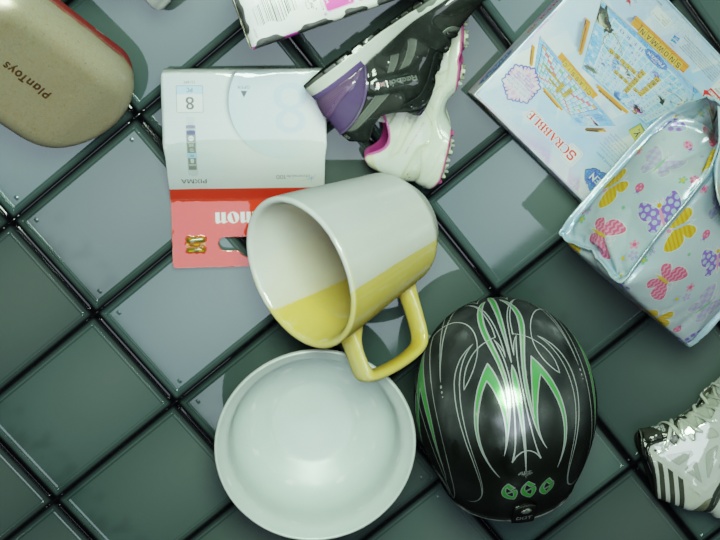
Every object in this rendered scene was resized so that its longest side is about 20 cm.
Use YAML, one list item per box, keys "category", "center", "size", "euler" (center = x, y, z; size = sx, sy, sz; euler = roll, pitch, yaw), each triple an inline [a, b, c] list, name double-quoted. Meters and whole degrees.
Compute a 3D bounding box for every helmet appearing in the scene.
- category: "helmet"
  center: [0.143, 0.128, 1.194]
  size: [0.199, 0.200, 0.191]
  euler: [-7, 119, -2]

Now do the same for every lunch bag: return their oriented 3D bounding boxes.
- category: "lunch bag"
  center: [0.323, -0.051, 1.165]
  size: [0.200, 0.127, 0.170]
  euler: [-50, 133, 4]

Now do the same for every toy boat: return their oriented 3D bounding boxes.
- category: "toy boat"
  center: [-0.305, -0.210, 1.119]
  size: [0.130, 0.131, 0.200]
  euler: [-35, 134, 19]

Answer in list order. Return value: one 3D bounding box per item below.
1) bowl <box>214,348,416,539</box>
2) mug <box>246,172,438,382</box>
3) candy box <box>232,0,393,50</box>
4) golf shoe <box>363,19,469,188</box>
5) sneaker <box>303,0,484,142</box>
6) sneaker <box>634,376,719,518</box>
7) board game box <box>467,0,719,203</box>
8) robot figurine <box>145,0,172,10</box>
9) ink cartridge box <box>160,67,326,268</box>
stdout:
- category: "bowl"
  center: [-0.047, 0.166, 1.230]
  size: [0.201, 0.090, 0.202]
  euler: [-1, 101, -4]
- category: "mug"
  center: [-0.006, -0.008, 1.166]
  size: [0.153, 0.149, 0.187]
  euler: [-27, 131, -38]
- category: "candy box"
  center: [-0.018, -0.268, 1.117]
  size: [0.200, 0.136, 0.061]
  euler: [-20, 104, 1]
- category: "golf shoe"
  center: [0.054, -0.182, 1.174]
  size: [0.091, 0.075, 0.201]
  euler: [8, 100, -2]
- category: "sneaker"
  center: [0.051, -0.196, 1.120]
  size: [0.200, 0.076, 0.088]
  euler: [-33, 101, 19]
- category: "sneaker"
  center: [0.358, 0.161, 1.264]
  size: [0.115, 0.076, 0.201]
  euler: [12, 103, -8]
- category: "board game box"
  center: [0.247, -0.182, 1.201]
  size: [0.200, 0.041, 0.200]
  euler: [43, 96, -12]
- category: "robot figurine"
  center: [-0.224, -0.338, 1.099]
  size: [0.200, 0.113, 0.170]
  euler: [50, 58, -12]
- category: "ink cartridge box"
  center: [-0.113, -0.099, 1.190]
  size: [0.160, 0.047, 0.201]
  euler: [-1, 100, -4]
